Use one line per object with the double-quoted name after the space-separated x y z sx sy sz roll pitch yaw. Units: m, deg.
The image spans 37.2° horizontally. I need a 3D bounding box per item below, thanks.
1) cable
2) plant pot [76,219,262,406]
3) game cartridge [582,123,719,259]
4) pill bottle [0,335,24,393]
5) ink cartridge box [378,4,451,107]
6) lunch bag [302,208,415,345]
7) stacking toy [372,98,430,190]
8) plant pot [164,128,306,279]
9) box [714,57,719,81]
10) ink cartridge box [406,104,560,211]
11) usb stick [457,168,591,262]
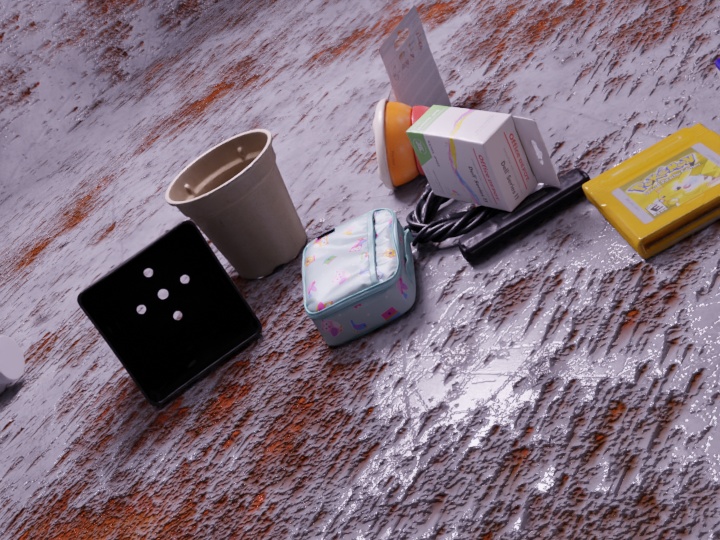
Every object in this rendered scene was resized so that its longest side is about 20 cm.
0.150 -0.098 1.554 0.200 0.051 0.162 -45 36 -20 "cable"
-0.293 0.051 1.617 0.199 0.201 0.177 -35 15 -9 "plant pot"
0.384 -0.106 1.323 0.175 0.033 0.200 -29 27 4 "game cartridge"
-0.694 0.186 1.886 0.198 0.112 0.112 -22 28 18 "pill bottle"
0.081 -0.324 1.833 0.057 0.201 0.163 -7 34 35 "ink cartridge box"
0.000 0.000 1.486 0.159 0.077 0.201 -27 33 15 "lunch bag"
0.125 -0.209 1.716 0.197 0.148 0.147 -4 32 10 "stacking toy"
-0.187 -0.096 1.746 0.199 0.185 0.201 -24 27 13 "plant pot"
0.549 -0.219 1.259 0.198 0.106 0.185 -26 26 12 "box"
0.165 -0.152 1.456 0.067 0.118 0.199 -43 33 -22 "ink cartridge box"
0.220 -0.075 1.446 0.199 0.033 0.056 -32 19 0 "usb stick"
